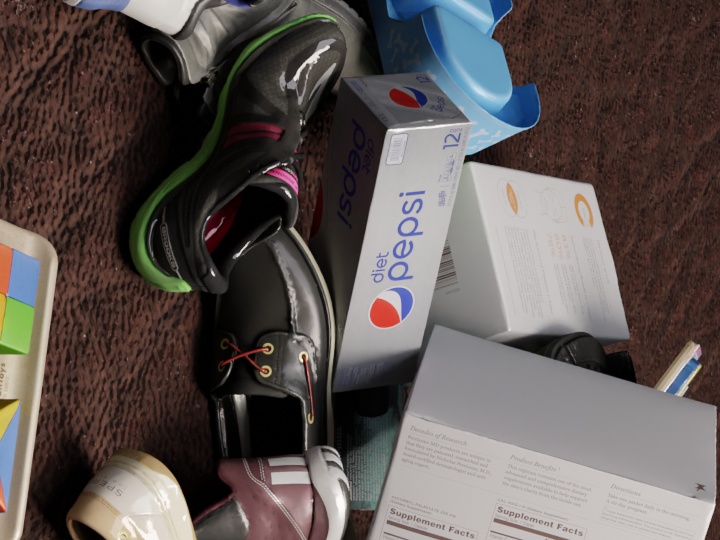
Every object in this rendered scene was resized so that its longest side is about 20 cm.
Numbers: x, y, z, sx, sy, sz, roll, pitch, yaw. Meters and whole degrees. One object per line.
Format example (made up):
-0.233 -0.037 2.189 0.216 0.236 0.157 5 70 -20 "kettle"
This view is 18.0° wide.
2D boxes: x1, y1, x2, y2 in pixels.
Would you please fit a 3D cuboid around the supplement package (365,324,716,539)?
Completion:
0.119 0.135 1.457 0.156 0.199 0.111 -65 171 -69 "supplement package"

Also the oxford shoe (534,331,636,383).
0.143 0.089 1.626 0.200 0.084 0.073 29 55 -70 "oxford shoe"

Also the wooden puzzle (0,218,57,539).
-0.228 0.046 1.186 0.200 0.046 0.186 25 67 -55 "wooden puzzle"

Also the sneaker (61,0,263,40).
-0.095 -0.217 1.354 0.115 0.080 0.200 29 67 -23 "sneaker"

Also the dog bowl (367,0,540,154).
0.056 -0.160 1.522 0.111 0.050 0.201 27 37 -37 "dog bowl"

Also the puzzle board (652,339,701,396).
0.186 0.137 1.630 0.200 0.017 0.151 -53 169 2 "puzzle board"

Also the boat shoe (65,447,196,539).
-0.124 0.203 1.332 0.069 0.074 0.201 -39 121 -38 "boat shoe"

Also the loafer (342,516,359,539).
0.011 0.221 1.503 0.200 0.069 0.075 70 4 -50 "loafer"

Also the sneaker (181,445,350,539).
-0.083 0.192 1.403 0.115 0.076 0.201 5 116 -19 "sneaker"

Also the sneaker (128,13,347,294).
-0.059 -0.066 1.388 0.200 0.084 0.077 -59 145 -12 "sneaker"

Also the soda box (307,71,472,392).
0.010 -0.023 1.443 0.063 0.068 0.201 -7 127 -28 "soda box"

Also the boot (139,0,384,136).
-0.068 -0.134 1.460 0.200 0.068 0.131 46 62 -47 "boot"

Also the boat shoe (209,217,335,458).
-0.058 0.063 1.434 0.063 0.073 0.202 -33 120 -63 "boat shoe"

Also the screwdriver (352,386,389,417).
0.000 0.000 1.540 0.029 0.028 0.201 -40 125 -84 "screwdriver"

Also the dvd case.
0.022 0.098 1.611 0.200 0.022 0.147 10 80 -59 "dvd case"

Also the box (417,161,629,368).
0.100 0.001 1.646 0.200 0.097 0.125 6 69 -58 "box"
